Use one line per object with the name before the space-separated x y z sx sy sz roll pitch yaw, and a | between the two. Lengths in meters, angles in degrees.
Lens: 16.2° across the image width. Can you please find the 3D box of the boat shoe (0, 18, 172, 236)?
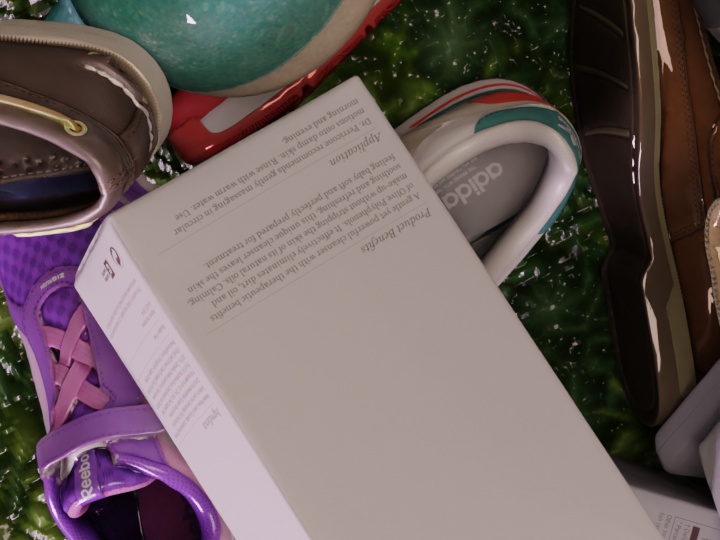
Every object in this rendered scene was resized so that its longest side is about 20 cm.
boat shoe | -0.165 -0.046 0.835 0.199 0.060 0.072 3 123 11

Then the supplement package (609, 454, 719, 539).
supplement package | 0.124 0.140 0.977 0.199 0.114 0.110 18 92 -11

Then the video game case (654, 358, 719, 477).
video game case | 0.235 0.024 0.945 0.182 0.022 0.200 8 138 -24

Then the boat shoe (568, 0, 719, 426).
boat shoe | 0.128 -0.042 0.983 0.068 0.072 0.201 -11 109 -12

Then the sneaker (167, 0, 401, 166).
sneaker | -0.027 -0.140 0.947 0.116 0.078 0.200 45 76 -4

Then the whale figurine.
whale figurine | -0.080 -0.143 0.873 0.200 0.104 0.159 33 99 32

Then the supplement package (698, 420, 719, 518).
supplement package | 0.244 0.079 0.900 0.199 0.118 0.117 7 135 -23

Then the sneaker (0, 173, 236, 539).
sneaker | -0.086 0.050 0.913 0.080 0.088 0.201 -25 86 26

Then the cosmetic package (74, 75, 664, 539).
cosmetic package | 0.003 0.051 0.852 0.107 0.085 0.200 -29 84 -21

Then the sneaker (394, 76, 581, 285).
sneaker | 0.001 0.000 0.948 0.200 0.093 0.070 -37 101 -3

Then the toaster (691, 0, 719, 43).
toaster | 0.201 -0.108 0.927 0.114 0.200 0.129 -33 110 31

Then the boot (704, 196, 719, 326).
boot | 0.200 0.052 0.768 0.154 0.072 0.200 -9 62 -27
